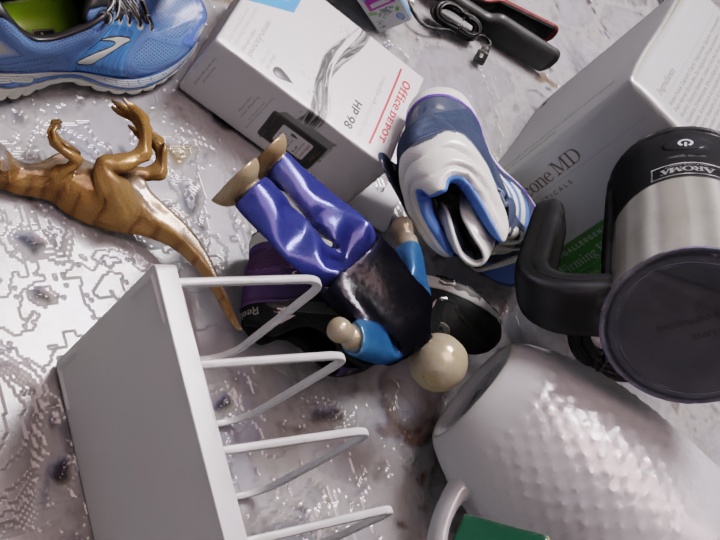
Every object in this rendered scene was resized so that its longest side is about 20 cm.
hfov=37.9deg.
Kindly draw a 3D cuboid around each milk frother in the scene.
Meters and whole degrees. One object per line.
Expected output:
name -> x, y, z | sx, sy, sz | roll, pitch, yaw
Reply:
milk frother -> 0.218, 0.032, 0.754 | 0.200, 0.180, 0.188 | 63, 26, -22

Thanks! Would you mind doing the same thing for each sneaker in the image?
sneaker -> 0.086, -0.028, 0.788 | 0.200, 0.080, 0.147 | 58, 22, -32
sneaker -> -0.178, -0.169, 0.710 | 0.200, 0.089, 0.079 | -23, 80, -46
sneaker -> 0.006, 0.043, 0.747 | 0.200, 0.076, 0.088 | 18, 61, -18

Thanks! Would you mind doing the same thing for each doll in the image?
doll -> 0.000, 0.000, 0.690 | 0.200, 0.048, 0.136 | 47, 39, -5

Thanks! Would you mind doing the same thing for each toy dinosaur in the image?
toy dinosaur -> -0.155, -0.047, 0.692 | 0.200, 0.060, 0.106 | 26, 75, -17

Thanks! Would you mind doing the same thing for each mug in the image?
mug -> 0.128, 0.159, 0.724 | 0.175, 0.148, 0.200 | 41, 66, -1

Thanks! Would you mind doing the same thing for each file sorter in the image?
file sorter -> -0.070, 0.115, 0.592 | 0.124, 0.139, 0.200 | -2, 66, -41

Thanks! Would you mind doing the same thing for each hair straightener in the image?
hair straightener -> 0.116, -0.240, 1.010 | 0.200, 0.041, 0.077 | 22, 53, -32

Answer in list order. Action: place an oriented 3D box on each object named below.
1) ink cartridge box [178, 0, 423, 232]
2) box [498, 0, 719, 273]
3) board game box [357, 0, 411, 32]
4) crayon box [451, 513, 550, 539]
ink cartridge box -> -0.026, -0.135, 0.822 | 0.200, 0.067, 0.116 | 35, 49, -17
box -> 0.250, -0.100, 0.922 | 0.171, 0.199, 0.200 | 45, 46, -6
board game box -> -0.012, -0.330, 0.926 | 0.134, 0.034, 0.200 | 40, 34, -61
crayon box -> 0.061, 0.269, 0.579 | 0.173, 0.058, 0.200 | -52, 140, -43
